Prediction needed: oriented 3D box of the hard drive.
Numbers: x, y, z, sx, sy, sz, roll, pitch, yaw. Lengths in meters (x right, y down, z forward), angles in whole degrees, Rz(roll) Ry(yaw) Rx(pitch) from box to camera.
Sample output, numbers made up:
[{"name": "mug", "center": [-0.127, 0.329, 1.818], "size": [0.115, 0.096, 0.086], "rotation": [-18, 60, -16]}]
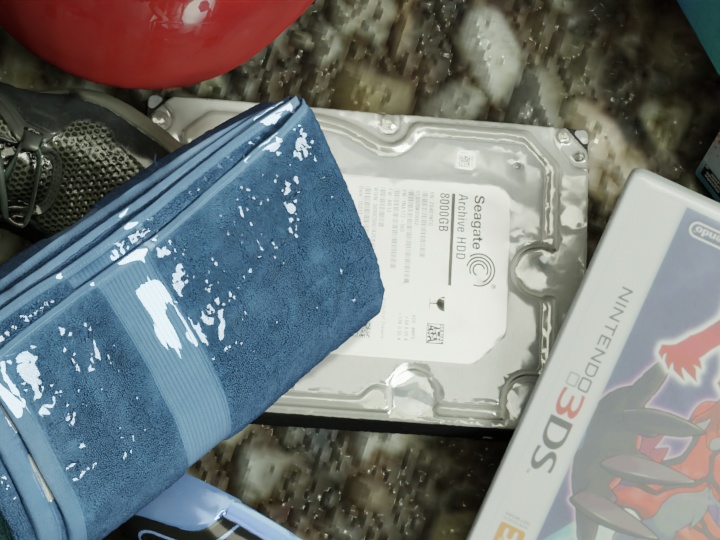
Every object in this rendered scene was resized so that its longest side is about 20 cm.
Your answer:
[{"name": "hard drive", "center": [0.000, 0.000, 0.958], "size": [0.199, 0.038, 0.141], "rotation": [5, 77, -7]}]

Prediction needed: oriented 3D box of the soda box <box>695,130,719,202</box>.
[{"name": "soda box", "center": [0.236, 0.005, 0.955], "size": [0.063, 0.068, 0.200], "rotation": [-30, 74, -20]}]

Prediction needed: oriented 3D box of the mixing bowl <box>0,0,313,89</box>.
[{"name": "mixing bowl", "center": [-0.093, -0.149, 0.927], "size": [0.199, 0.109, 0.201], "rotation": [8, 48, -9]}]

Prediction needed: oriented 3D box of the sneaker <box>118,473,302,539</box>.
[{"name": "sneaker", "center": [-0.030, 0.161, 0.893], "size": [0.200, 0.070, 0.078], "rotation": [37, 70, -5]}]

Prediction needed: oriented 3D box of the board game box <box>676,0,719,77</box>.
[{"name": "board game box", "center": [0.201, -0.174, 0.985], "size": [0.151, 0.045, 0.201], "rotation": [-16, 57, -10]}]

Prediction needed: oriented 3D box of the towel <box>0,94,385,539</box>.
[{"name": "towel", "center": [-0.077, 0.022, 0.858], "size": [0.200, 0.048, 0.112], "rotation": [-38, 115, -31]}]

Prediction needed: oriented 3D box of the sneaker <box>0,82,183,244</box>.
[{"name": "sneaker", "center": [-0.167, -0.043, 0.892], "size": [0.198, 0.114, 0.077], "rotation": [22, 113, 6]}]

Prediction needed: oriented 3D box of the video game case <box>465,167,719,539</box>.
[{"name": "video game case", "center": [0.166, 0.081, 0.903], "size": [0.199, 0.023, 0.183], "rotation": [25, 102, 9]}]
